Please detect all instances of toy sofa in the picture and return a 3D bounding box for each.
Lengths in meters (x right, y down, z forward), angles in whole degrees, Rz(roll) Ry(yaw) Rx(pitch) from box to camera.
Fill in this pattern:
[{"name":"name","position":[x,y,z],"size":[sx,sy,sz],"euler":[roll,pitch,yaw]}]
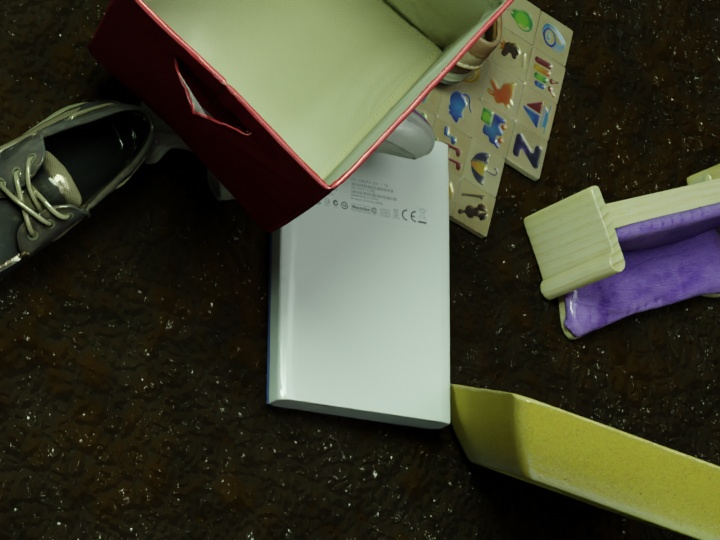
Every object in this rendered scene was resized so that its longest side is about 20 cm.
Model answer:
[{"name":"toy sofa","position":[0.225,-0.021,1.657],"size":[0.199,0.083,0.098],"euler":[-13,83,-38]}]

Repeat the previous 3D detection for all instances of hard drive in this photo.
[{"name":"hard drive","position":[0.000,0.000,1.513],"size":[0.131,0.025,0.201],"euler":[10,70,-28]}]

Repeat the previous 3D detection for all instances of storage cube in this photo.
[{"name":"storage cube","position":[-0.041,-0.150,1.346],"size":[0.171,0.180,0.200],"euler":[44,76,-5]}]

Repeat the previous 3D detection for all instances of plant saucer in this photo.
[{"name":"plant saucer","position":[0.159,0.131,1.475],"size":[0.199,0.200,0.049],"euler":[20,85,-11]}]

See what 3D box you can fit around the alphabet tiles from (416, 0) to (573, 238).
[{"name":"alphabet tiles","position":[0.073,-0.131,1.627],"size":[0.167,0.008,0.201],"euler":[29,61,-27]}]

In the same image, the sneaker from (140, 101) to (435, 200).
[{"name":"sneaker","position":[-0.051,-0.088,1.471],"size":[0.199,0.075,0.100],"euler":[11,88,-12]}]

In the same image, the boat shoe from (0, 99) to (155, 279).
[{"name":"boat shoe","position":[-0.202,-0.050,1.355],"size":[0.075,0.073,0.200],"euler":[53,53,-11]}]

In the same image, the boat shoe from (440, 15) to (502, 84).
[{"name":"boat shoe","position":[0.059,-0.237,1.598],"size":[0.075,0.072,0.201],"euler":[-13,84,-38]}]
